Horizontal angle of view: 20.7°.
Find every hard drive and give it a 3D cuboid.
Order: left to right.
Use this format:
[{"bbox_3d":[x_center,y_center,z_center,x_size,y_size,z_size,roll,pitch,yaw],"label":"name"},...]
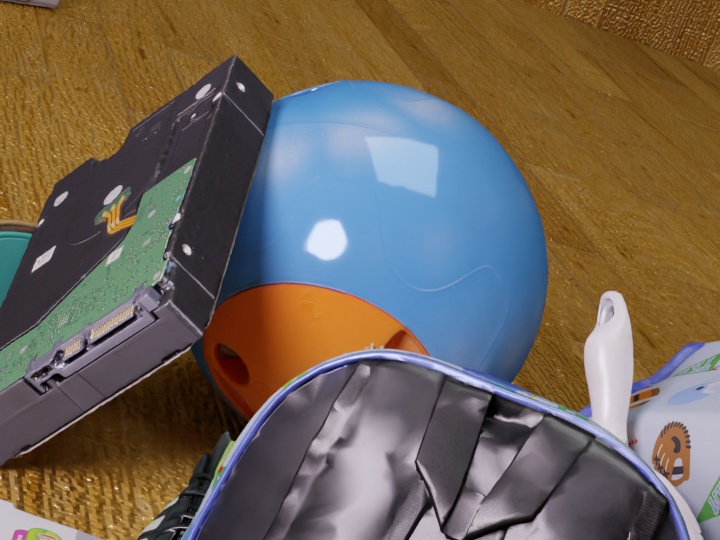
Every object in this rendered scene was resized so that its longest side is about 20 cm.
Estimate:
[{"bbox_3d":[-0.115,-0.008,0.952,0.038,0.139,0.200,45,30,-22],"label":"hard drive"}]

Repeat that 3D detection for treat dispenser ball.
[{"bbox_3d":[0.000,0.000,1.052,0.200,0.202,0.201,20,17,-6],"label":"treat dispenser ball"}]

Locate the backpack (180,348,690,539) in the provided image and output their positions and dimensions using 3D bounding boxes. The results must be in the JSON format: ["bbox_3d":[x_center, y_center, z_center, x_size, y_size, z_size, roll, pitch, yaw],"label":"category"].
[{"bbox_3d":[0.018,0.132,0.670,0.182,0.201,0.147,24,0,12],"label":"backpack"}]

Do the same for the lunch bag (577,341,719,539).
[{"bbox_3d":[0.191,0.138,0.831,0.123,0.201,0.170,-26,11,-28],"label":"lunch bag"}]

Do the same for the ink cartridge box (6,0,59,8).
[{"bbox_3d":[-0.357,-0.347,1.766,0.146,0.147,0.200,4,24,-47],"label":"ink cartridge box"}]

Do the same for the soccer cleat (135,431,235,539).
[{"bbox_3d":[-0.067,0.116,0.822,0.067,0.081,0.200,24,17,6],"label":"soccer cleat"}]

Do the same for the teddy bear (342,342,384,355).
[{"bbox_3d":[0.005,0.111,0.845,0.066,0.146,0.200,-10,17,3],"label":"teddy bear"}]

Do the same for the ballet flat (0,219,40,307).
[{"bbox_3d":[-0.218,0.004,1.012,0.063,0.069,0.199,11,6,37],"label":"ballet flat"}]

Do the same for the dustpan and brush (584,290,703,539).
[{"bbox_3d":[0.094,0.103,0.795,0.057,0.201,0.139,7,-19,-35],"label":"dustpan and brush"}]

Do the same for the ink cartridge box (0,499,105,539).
[{"bbox_3d":[-0.174,0.136,0.617,0.175,0.084,0.200,18,17,-6],"label":"ink cartridge box"}]
